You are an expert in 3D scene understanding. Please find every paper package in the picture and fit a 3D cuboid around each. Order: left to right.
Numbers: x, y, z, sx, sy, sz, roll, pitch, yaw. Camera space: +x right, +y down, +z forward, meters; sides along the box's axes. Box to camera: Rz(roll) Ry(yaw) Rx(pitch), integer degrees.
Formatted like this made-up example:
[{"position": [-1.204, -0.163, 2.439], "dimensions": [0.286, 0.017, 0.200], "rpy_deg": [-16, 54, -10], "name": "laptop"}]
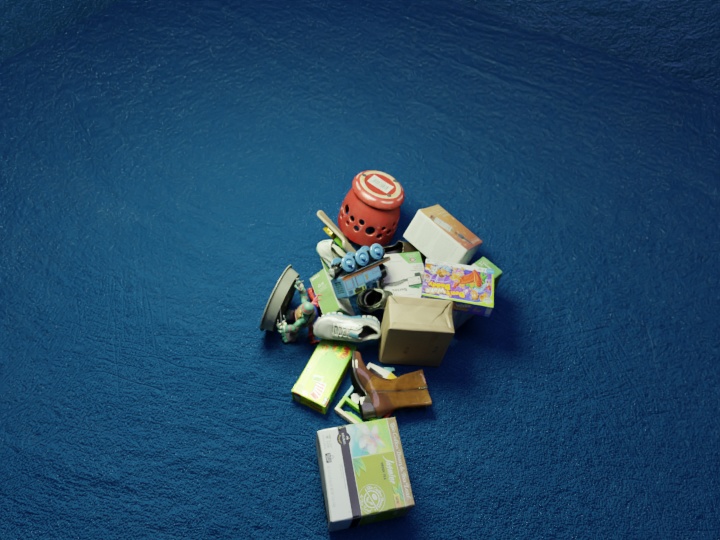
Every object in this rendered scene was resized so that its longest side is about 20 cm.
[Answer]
[{"position": [0.151, 0.171, 1.485], "dimensions": [0.186, 0.202, 0.105], "rpy_deg": [4, 52, -3], "name": "paper package"}]

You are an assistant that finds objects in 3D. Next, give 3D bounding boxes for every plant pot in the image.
[{"position": [0.038, -0.207, 1.761], "dimensions": [0.196, 0.184, 0.203], "rpy_deg": [10, 45, -10], "name": "plant pot"}]

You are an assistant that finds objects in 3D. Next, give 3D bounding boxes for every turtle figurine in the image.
[{"position": [-0.172, 0.120, 1.486], "dimensions": [0.099, 0.201, 0.151], "rpy_deg": [27, 58, -3], "name": "turtle figurine"}]

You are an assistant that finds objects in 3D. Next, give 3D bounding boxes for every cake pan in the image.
[{"position": [-0.223, 0.084, 1.522], "dimensions": [0.036, 0.202, 0.202], "rpy_deg": [24, 52, 1], "name": "cake pan"}]

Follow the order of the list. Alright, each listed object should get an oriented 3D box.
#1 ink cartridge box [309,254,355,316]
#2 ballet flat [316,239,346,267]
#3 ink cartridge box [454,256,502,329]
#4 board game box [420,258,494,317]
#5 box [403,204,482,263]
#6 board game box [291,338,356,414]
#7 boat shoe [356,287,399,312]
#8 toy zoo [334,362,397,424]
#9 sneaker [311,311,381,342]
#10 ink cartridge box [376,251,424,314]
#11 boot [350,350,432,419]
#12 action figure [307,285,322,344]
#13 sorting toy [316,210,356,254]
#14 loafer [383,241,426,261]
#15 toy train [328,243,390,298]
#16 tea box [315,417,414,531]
[{"position": [-0.089, 0.063, 1.600], "dimensions": [0.059, 0.104, 0.202], "rpy_deg": [-33, 56, 13], "name": "ink cartridge box"}, {"position": [-0.053, -0.012, 1.621], "dimensions": [0.069, 0.201, 0.070], "rpy_deg": [-31, 25, 16], "name": "ballet flat"}, {"position": [0.315, 0.075, 1.610], "dimensions": [0.198, 0.148, 0.084], "rpy_deg": [-32, 59, -27], "name": "ink cartridge box"}, {"position": [0.270, 0.046, 1.506], "dimensions": [0.196, 0.045, 0.136], "rpy_deg": [9, 50, 5], "name": "board game box"}, {"position": [0.263, -0.100, 1.719], "dimensions": [0.199, 0.107, 0.151], "rpy_deg": [42, 30, 16], "name": "box"}, {"position": [-0.097, 0.276, 1.475], "dimensions": [0.100, 0.048, 0.202], "rpy_deg": [22, 53, 11], "name": "board game box"}, {"position": [0.033, 0.079, 1.557], "dimensions": [0.063, 0.199, 0.072], "rpy_deg": [13, 78, -29], "name": "boat shoe"}, {"position": [0.038, 0.337, 1.457], "dimensions": [0.130, 0.021, 0.200], "rpy_deg": [31, 56, 18], "name": "toy zoo"}, {"position": [-0.034, 0.160, 1.477], "dimensions": [0.195, 0.077, 0.087], "rpy_deg": [-1, 14, -11], "name": "sneaker"}, {"position": [0.130, 0.052, 1.640], "dimensions": [0.143, 0.085, 0.203], "rpy_deg": [-5, 52, -9], "name": "ink cartridge box"}, {"position": [0.078, 0.287, 1.443], "dimensions": [0.196, 0.069, 0.191], "rpy_deg": [-10, 53, -14], "name": "boot"}, {"position": [-0.132, 0.117, 1.587], "dimensions": [0.051, 0.066, 0.203], "rpy_deg": [-12, 51, 6], "name": "action figure"}, {"position": [-0.051, -0.079, 1.666], "dimensions": [0.036, 0.185, 0.201], "rpy_deg": [-41, 45, 3], "name": "sorting toy"}, {"position": [0.144, -0.057, 1.745], "dimensions": [0.196, 0.072, 0.074], "rpy_deg": [-16, 54, -19], "name": "loafer"}, {"position": [0.000, 0.000, 1.533], "dimensions": [0.198, 0.086, 0.116], "rpy_deg": [-23, 99, -34], "name": "toy train"}, {"position": [0.005, 0.475, 1.264], "dimensions": [0.192, 0.135, 0.203], "rpy_deg": [-7, 58, -12], "name": "tea box"}]
